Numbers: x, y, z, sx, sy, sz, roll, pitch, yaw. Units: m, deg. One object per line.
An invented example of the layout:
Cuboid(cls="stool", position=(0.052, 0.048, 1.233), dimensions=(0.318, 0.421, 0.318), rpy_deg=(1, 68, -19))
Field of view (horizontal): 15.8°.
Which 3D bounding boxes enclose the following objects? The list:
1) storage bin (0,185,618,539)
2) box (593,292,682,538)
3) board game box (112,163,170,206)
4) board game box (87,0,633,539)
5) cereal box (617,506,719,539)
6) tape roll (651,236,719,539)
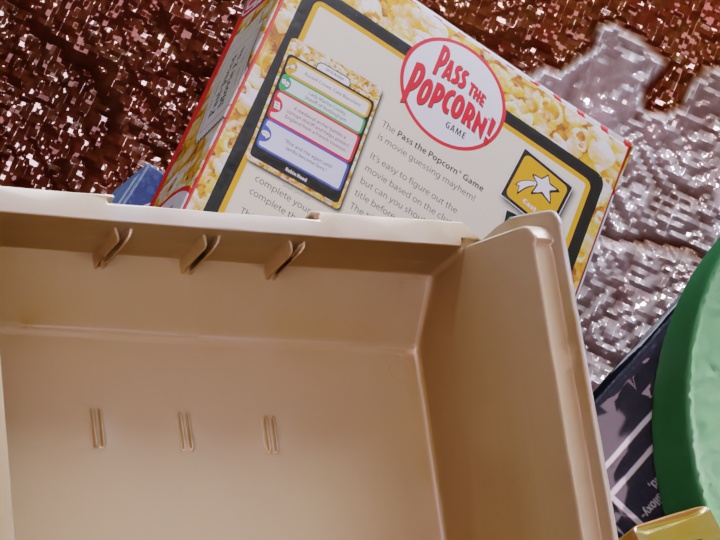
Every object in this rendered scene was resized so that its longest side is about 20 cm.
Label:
Cuboid(cls="storage bin", position=(-0.033, 0.069, 0.783), dimensions=(0.199, 0.094, 0.199), rpy_deg=(4, 66, -26))
Cuboid(cls="box", position=(0.184, 0.079, 0.928), dimensions=(0.198, 0.123, 0.200), rpy_deg=(43, 75, 5))
Cuboid(cls="board game box", position=(-0.074, 0.079, 0.895), dimensions=(0.135, 0.034, 0.200), rpy_deg=(38, 57, -14))
Cuboid(cls="board game box", position=(0.000, 0.000, 0.917), dimensions=(0.151, 0.046, 0.200), rpy_deg=(33, 58, -15))
Cuboid(cls="cereal box", position=(0.076, 0.184, 0.845), dimensions=(0.039, 0.200, 0.144), rpy_deg=(-11, 66, -38))
Cuboid(cls="tape roll", position=(0.197, 0.052, 0.850), dimensions=(0.200, 0.048, 0.201), rpy_deg=(2, 76, -7))
